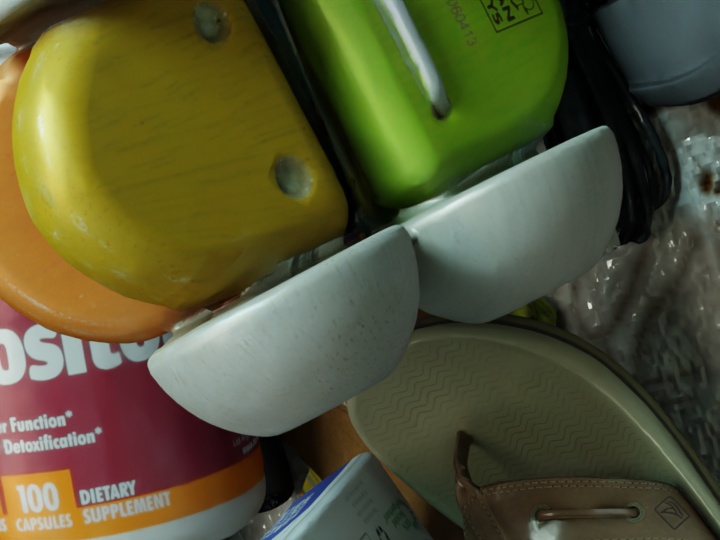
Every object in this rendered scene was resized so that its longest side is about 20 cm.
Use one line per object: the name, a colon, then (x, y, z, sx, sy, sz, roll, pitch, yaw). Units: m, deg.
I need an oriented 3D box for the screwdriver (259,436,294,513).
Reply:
screwdriver: (-0.070, 0.004, 1.104, 0.029, 0.028, 0.200, 95, 154, -67)

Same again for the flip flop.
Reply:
flip flop: (0.074, 0.091, 0.862, 0.200, 0.058, 0.081, 47, 124, 9)

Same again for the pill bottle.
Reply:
pill bottle: (-0.102, -0.004, 0.962, 0.113, 0.113, 0.201, 1, 104, 52)

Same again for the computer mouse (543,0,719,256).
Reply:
computer mouse: (0.105, -0.088, 0.837, 0.200, 0.053, 0.139, -19, 81, 52)

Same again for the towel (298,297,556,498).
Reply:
towel: (0.012, 0.073, 1.018, 0.086, 0.018, 0.200, 45, 129, 36)

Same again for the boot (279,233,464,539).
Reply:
boot: (0.000, 0.000, 0.957, 0.200, 0.068, 0.189, 44, 127, 43)

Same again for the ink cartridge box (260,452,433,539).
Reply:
ink cartridge box: (0.030, 0.160, 0.834, 0.041, 0.200, 0.200, -37, 89, 12)

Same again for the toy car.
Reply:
toy car: (-0.033, -0.046, 0.851, 0.150, 0.200, 0.175, -29, 88, 56)
